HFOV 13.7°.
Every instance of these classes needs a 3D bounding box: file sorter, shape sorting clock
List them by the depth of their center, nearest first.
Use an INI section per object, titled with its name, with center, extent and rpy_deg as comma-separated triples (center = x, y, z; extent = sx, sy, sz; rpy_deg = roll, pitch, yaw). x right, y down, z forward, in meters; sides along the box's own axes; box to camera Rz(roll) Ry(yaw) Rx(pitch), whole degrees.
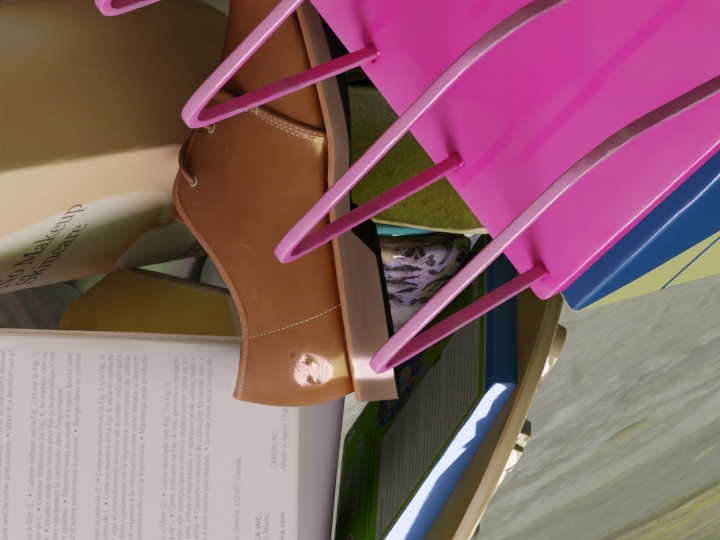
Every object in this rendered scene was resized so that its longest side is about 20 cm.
[file sorter]
center = 0.010, -0.090, 0.917
extent = 0.125, 0.200, 0.139
rpy_deg = -28, 168, -49
[shape sorting clock]
center = 0.036, 0.066, 1.184
extent = 0.200, 0.039, 0.200
rpy_deg = -57, -167, 21

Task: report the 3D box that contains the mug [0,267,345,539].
[mug]
center = -0.080, 0.080, 1.165
extent = 0.186, 0.149, 0.154
rpy_deg = 14, 90, -68

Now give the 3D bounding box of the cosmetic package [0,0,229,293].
[cosmetic package]
center = -0.118, -0.045, 1.094
extent = 0.200, 0.071, 0.105
rpy_deg = -13, 158, -42

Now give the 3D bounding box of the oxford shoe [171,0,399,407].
[oxford shoe]
center = -0.035, -0.048, 1.050
extent = 0.071, 0.201, 0.071
rpy_deg = -8, -176, 4

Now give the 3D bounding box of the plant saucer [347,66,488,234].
[plant saucer]
center = 0.061, -0.062, 1.235
extent = 0.200, 0.048, 0.199
rpy_deg = -13, -167, -36

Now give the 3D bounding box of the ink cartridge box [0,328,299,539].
[ink cartridge box]
center = -0.121, 0.101, 1.074
extent = 0.199, 0.162, 0.050
rpy_deg = 3, 175, -16

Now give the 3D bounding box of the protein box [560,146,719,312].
[protein box]
center = 0.121, -0.130, 1.012
extent = 0.135, 0.200, 0.199
rpy_deg = -12, 156, -42

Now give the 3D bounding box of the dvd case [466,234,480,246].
[dvd case]
center = 0.071, -0.033, 1.434
extent = 0.200, 0.022, 0.146
rpy_deg = -32, 171, -25

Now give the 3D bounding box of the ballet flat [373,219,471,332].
[ballet flat]
center = 0.000, 0.000, 1.255
extent = 0.072, 0.072, 0.200
rpy_deg = -26, -166, -10

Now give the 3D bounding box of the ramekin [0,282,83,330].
[ramekin]
center = -0.179, 0.082, 1.317
extent = 0.202, 0.094, 0.202
rpy_deg = -26, 161, -9

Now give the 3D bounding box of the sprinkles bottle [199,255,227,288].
[sprinkles bottle]
center = -0.060, 0.044, 1.436
extent = 0.068, 0.068, 0.200
rpy_deg = -20, 161, -25
